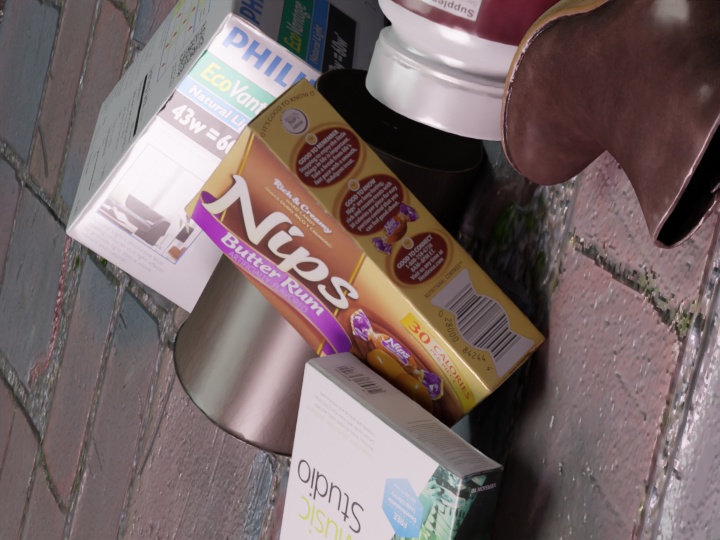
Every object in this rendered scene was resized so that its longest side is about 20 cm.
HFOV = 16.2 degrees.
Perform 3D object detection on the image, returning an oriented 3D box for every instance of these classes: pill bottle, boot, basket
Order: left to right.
[{"bbox_3d":[-0.015,-0.012,1.570,0.201,0.136,0.180,-63,0,26],"label":"basket"},{"bbox_3d":[0.076,-0.183,1.418,0.114,0.114,0.201,-119,43,-63],"label":"pill bottle"},{"bbox_3d":[0.131,-0.072,1.254,0.167,0.072,0.200,-94,27,-43],"label":"boot"}]

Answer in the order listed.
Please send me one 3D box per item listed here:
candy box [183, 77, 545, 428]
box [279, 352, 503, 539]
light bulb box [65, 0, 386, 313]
[{"bbox_3d":[0.000,0.000,1.431,0.056,0.200,0.117,-43,-1,-31],"label":"candy box"},{"bbox_3d":[0.009,0.166,1.418,0.144,0.036,0.201,35,126,45],"label":"box"},{"bbox_3d":[-0.086,-0.109,1.710,0.200,0.125,0.199,-50,17,25],"label":"light bulb box"}]
